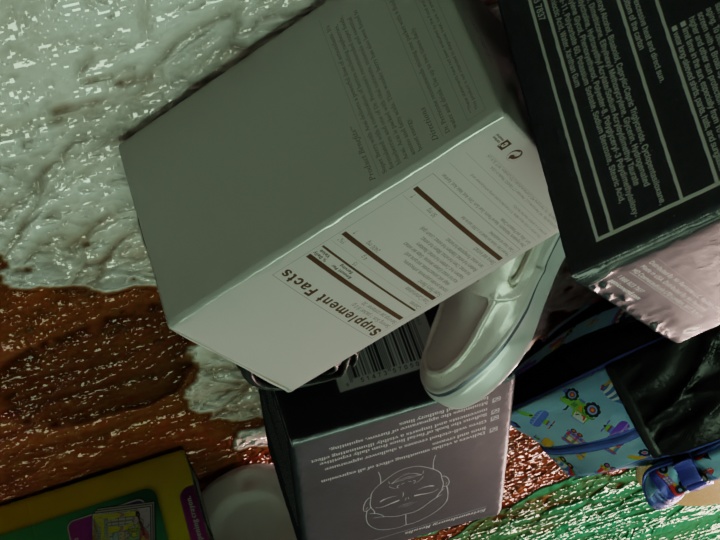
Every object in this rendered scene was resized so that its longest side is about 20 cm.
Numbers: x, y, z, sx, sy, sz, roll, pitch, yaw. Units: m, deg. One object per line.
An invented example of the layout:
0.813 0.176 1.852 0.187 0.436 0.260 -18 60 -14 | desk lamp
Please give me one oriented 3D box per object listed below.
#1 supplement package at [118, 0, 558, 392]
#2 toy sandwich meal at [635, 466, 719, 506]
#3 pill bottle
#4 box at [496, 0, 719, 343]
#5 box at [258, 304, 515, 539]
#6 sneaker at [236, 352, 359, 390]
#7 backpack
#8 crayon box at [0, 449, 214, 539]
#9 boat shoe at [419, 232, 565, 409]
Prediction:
-0.004 -0.048 0.819 0.199 0.122 0.120 -31 147 17 | supplement package
0.320 0.127 1.326 0.203 0.071 0.206 -11 148 -7 | toy sandwich meal
-0.052 0.235 1.226 0.112 0.114 0.200 -23 147 5 | pill bottle
0.187 -0.102 0.747 0.197 0.201 0.123 -26 149 27 | box
0.014 0.097 1.062 0.147 0.108 0.201 -15 147 -9 | box
0.000 0.000 0.916 0.199 0.100 0.071 -31 145 14 | sneaker
0.198 0.077 1.075 0.199 0.135 0.182 -30 -176 29 | backpack
-0.175 0.245 1.089 0.171 0.201 0.058 -17 149 -4 | crayon box
0.082 -0.015 0.920 0.065 0.072 0.201 24 104 -36 | boat shoe
